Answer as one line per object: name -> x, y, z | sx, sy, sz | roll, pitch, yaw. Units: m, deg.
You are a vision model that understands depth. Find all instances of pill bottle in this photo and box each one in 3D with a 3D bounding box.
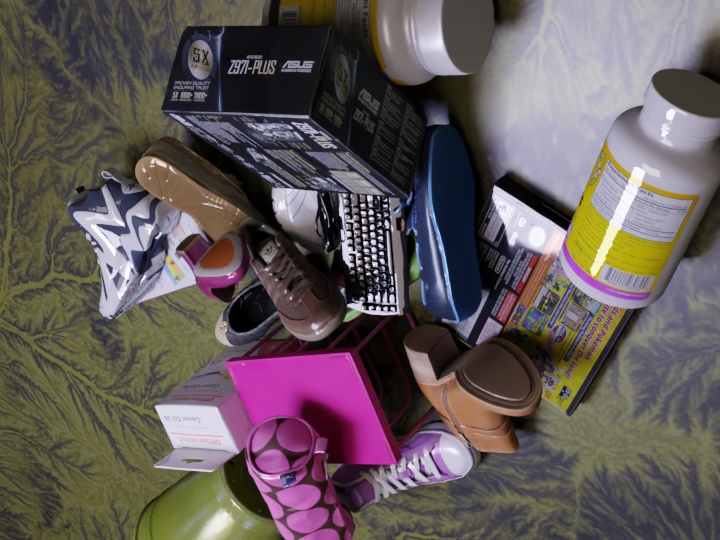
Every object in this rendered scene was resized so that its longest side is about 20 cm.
pill bottle -> 0.016, -0.230, 1.072 | 0.199, 0.114, 0.115 | 7, 121, 35
pill bottle -> 0.251, -0.071, 0.998 | 0.104, 0.104, 0.201 | 32, 132, 18

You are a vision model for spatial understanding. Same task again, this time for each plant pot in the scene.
plant pot -> -0.175, 0.334, 1.554 | 0.200, 0.200, 0.193 | 44, 123, 6

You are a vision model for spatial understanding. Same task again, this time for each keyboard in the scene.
keyboard -> -0.006, -0.047, 1.187 | 0.103, 0.040, 0.202 | 4, 108, 27

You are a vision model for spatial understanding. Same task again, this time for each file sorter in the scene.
file sorter -> -0.026, 0.130, 1.330 | 0.199, 0.125, 0.140 | -8, 112, 42

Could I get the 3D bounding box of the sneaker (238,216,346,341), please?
sneaker -> -0.084, 0.006, 1.237 | 0.076, 0.070, 0.200 | 46, 179, -35

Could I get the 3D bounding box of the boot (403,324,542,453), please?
boot -> 0.140, 0.144, 1.223 | 0.200, 0.074, 0.155 | 27, 150, 53

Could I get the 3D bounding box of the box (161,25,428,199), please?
box -> -0.056, -0.144, 1.064 | 0.163, 0.200, 0.087 | 7, 77, 31

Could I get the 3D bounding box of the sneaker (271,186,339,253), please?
sneaker -> -0.050, -0.108, 1.237 | 0.087, 0.075, 0.201 | 3, 120, 30

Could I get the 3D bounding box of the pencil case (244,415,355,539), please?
pencil case -> -0.062, 0.250, 1.295 | 0.093, 0.091, 0.201 | -10, 139, 7

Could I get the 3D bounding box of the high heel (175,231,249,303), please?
high heel -> -0.147, 0.011, 1.292 | 0.096, 0.067, 0.200 | 50, 161, -21

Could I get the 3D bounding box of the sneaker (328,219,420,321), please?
sneaker -> 0.000, 0.000, 1.272 | 0.199, 0.077, 0.084 | -32, 90, 35

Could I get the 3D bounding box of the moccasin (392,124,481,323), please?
moccasin -> 0.070, -0.045, 1.153 | 0.068, 0.080, 0.202 | 7, 105, 45

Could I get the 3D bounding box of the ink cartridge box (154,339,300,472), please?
ink cartridge box -> -0.165, 0.162, 1.408 | 0.116, 0.200, 0.068 | -6, 114, 40

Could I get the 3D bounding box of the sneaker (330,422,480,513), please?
sneaker -> 0.045, 0.245, 1.360 | 0.200, 0.114, 0.073 | -19, 104, 42

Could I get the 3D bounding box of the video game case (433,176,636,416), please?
video game case -> 0.181, 0.030, 1.175 | 0.180, 0.025, 0.201 | 35, 133, 16

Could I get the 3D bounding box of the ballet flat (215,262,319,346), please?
ballet flat -> -0.122, 0.038, 1.388 | 0.200, 0.057, 0.067 | -34, 68, 42

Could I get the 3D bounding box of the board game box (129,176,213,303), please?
board game box -> -0.251, -0.050, 1.451 | 0.199, 0.040, 0.154 | -15, 107, 43

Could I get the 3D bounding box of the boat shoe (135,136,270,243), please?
boat shoe -> -0.166, -0.086, 1.343 | 0.200, 0.069, 0.074 | 40, 131, -19

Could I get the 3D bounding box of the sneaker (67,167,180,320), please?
sneaker -> -0.309, -0.041, 1.418 | 0.129, 0.079, 0.200 | 40, 134, 12
